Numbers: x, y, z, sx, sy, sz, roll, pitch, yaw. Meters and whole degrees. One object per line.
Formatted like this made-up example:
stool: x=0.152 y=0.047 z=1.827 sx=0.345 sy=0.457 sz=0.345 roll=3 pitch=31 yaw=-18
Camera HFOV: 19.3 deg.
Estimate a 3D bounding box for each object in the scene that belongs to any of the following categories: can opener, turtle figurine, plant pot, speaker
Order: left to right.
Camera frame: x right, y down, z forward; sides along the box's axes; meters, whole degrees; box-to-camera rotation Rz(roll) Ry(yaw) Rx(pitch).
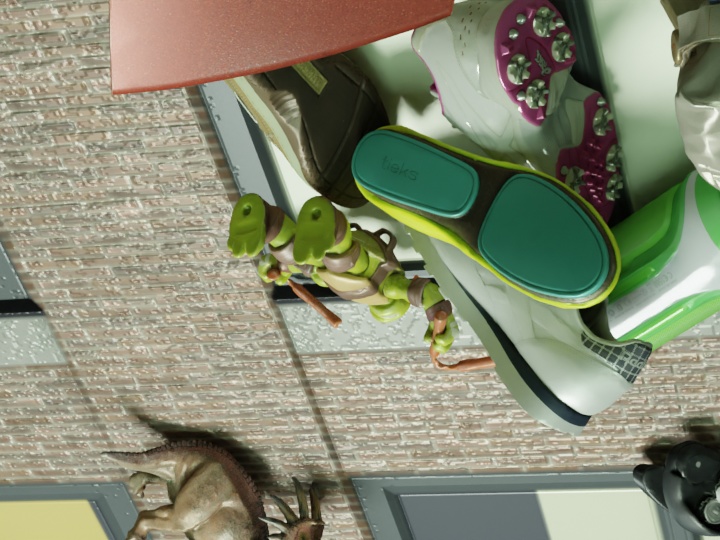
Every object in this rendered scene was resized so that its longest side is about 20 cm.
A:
plant pot: x=-0.035 y=-0.222 z=1.070 sx=0.176 sy=0.200 sz=0.200 roll=2 pitch=138 yaw=-4
turtle figurine: x=0.000 y=0.000 z=1.342 sx=0.200 sy=0.064 sz=0.161 roll=22 pitch=172 yaw=36
speaker: x=0.177 y=0.008 z=1.330 sx=0.088 sy=0.089 sz=0.200 roll=35 pitch=134 yaw=-22
can opener: x=0.292 y=0.177 z=1.514 sx=0.200 sy=0.079 sz=0.063 roll=25 pitch=97 yaw=-18

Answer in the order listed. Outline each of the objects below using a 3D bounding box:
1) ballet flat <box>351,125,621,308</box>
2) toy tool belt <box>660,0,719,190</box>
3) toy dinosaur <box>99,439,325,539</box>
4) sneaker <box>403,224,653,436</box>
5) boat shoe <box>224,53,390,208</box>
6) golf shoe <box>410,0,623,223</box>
ballet flat: x=0.082 y=-0.032 z=1.250 sx=0.200 sy=0.067 sz=0.067 roll=29 pitch=-179 yaw=33
toy tool belt: x=0.267 y=-0.122 z=1.156 sx=0.200 sy=0.123 sz=0.125 roll=-4 pitch=142 yaw=8
toy dinosaur: x=-0.099 y=0.181 z=1.592 sx=0.135 sy=0.086 sz=0.200 roll=-32 pitch=106 yaw=26
sneaker: x=0.101 y=0.005 z=1.303 sx=0.081 sy=0.200 sz=0.076 roll=-47 pitch=153 yaw=22
boat shoe: x=-0.046 y=-0.114 z=1.279 sx=0.076 sy=0.072 sz=0.200 roll=26 pitch=160 yaw=39
golf shoe: x=0.096 y=-0.092 z=1.269 sx=0.091 sy=0.075 sz=0.200 roll=13 pitch=147 yaw=36
